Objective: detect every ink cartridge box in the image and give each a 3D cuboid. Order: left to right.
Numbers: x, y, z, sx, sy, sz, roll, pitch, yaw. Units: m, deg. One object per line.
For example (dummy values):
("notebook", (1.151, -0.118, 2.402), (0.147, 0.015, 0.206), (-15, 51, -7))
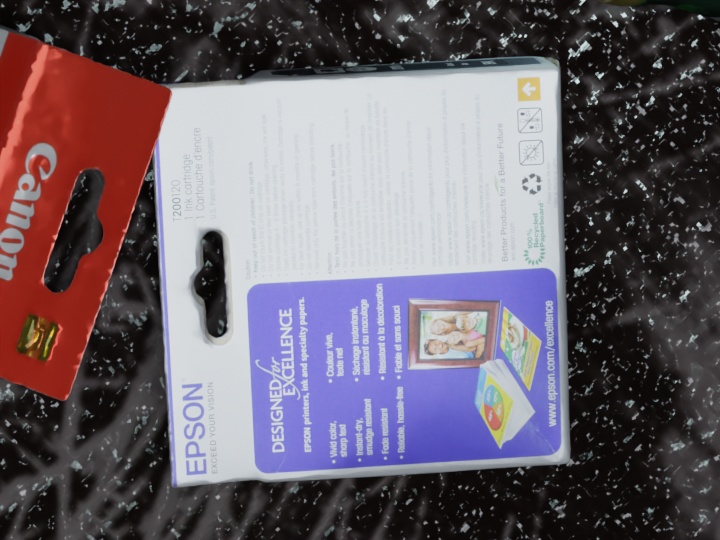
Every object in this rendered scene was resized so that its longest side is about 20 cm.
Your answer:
("ink cartridge box", (-0.207, -0.043, 1.132), (0.200, 0.047, 0.160), (20, 95, 3))
("ink cartridge box", (0.000, 0.000, 1.188), (0.199, 0.043, 0.199), (-3, 98, -8))

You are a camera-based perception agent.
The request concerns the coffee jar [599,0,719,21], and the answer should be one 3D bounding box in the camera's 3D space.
("coffee jar", (0.185, -0.162, 1.169), (0.200, 0.085, 0.105), (15, 98, -11))
